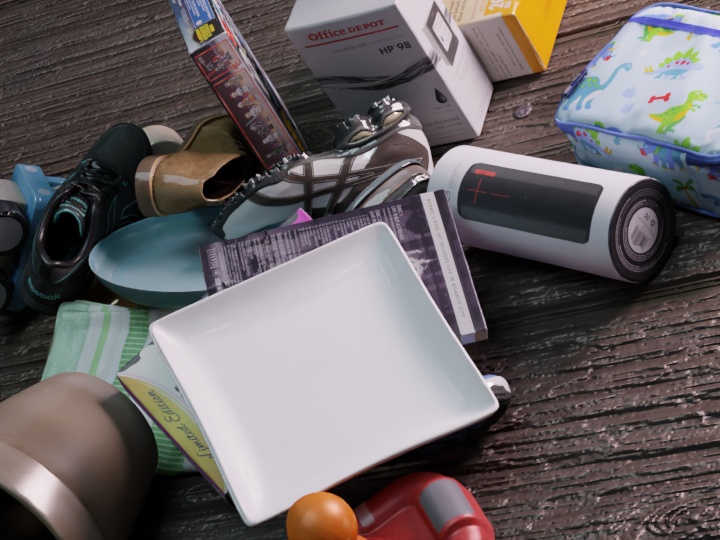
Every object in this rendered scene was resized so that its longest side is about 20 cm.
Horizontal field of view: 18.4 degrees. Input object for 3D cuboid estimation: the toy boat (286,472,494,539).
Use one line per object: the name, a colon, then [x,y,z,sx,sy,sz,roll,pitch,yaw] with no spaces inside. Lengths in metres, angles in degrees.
toy boat: [-0.011,0.204,1.541,0.200,0.131,0.131,-35,36,1]

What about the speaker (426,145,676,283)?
speaker: [0.145,-0.046,1.737,0.199,0.081,0.081,15,59,46]

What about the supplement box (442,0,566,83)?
supplement box: [0.078,-0.226,1.992,0.199,0.074,0.126,-10,43,31]

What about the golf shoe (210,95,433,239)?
golf shoe: [-0.030,-0.063,1.879,0.199,0.095,0.078,-29,4,8]

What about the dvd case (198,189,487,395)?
dvd case: [-0.015,0.016,1.693,0.199,0.016,0.149,-14,49,-1]

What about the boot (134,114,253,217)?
boot: [-0.124,-0.090,1.966,0.075,0.074,0.200,-2,17,20]

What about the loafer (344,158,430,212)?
loafer: [0.000,0.000,1.825,0.063,0.072,0.200,38,83,31]

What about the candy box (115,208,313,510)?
candy box: [-0.072,0.069,1.745,0.200,0.061,0.136,-43,72,-8]

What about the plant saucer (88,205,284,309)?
plant saucer: [-0.130,-0.009,1.895,0.199,0.028,0.200,-5,22,2]

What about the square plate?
square plate: [-0.029,0.075,1.618,0.199,0.029,0.199,-24,53,-10]

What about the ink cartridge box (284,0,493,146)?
ink cartridge box: [0.016,-0.195,1.900,0.115,0.200,0.067,-10,43,31]

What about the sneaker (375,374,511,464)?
sneaker: [0.012,0.102,1.652,0.199,0.076,0.077,-14,67,7]

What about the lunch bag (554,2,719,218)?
lunch bag: [0.263,-0.132,1.738,0.161,0.083,0.200,-47,39,-19]

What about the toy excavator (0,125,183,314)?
toy excavator: [-0.270,-0.051,2.068,0.100,0.199,0.195,50,128,53]

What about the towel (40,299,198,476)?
towel: [-0.186,0.096,1.850,0.199,0.023,0.153,1,66,30]

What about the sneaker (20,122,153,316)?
sneaker: [-0.234,-0.054,1.956,0.075,0.079,0.201,21,61,4]

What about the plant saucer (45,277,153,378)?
plant saucer: [-0.201,0.045,1.948,0.199,0.035,0.201,-22,39,19]

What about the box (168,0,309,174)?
box: [-0.100,-0.158,1.953,0.040,0.200,0.137,-29,37,4]

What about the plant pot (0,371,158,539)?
plant pot: [-0.251,0.176,1.740,0.199,0.201,0.174,-6,29,34]
